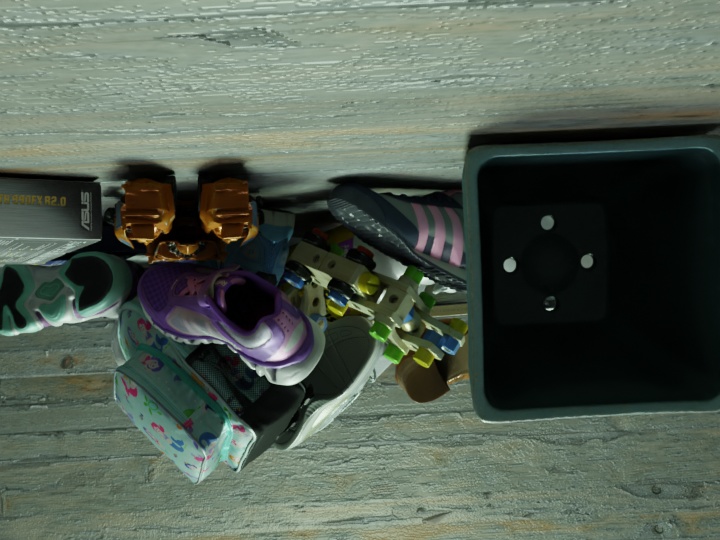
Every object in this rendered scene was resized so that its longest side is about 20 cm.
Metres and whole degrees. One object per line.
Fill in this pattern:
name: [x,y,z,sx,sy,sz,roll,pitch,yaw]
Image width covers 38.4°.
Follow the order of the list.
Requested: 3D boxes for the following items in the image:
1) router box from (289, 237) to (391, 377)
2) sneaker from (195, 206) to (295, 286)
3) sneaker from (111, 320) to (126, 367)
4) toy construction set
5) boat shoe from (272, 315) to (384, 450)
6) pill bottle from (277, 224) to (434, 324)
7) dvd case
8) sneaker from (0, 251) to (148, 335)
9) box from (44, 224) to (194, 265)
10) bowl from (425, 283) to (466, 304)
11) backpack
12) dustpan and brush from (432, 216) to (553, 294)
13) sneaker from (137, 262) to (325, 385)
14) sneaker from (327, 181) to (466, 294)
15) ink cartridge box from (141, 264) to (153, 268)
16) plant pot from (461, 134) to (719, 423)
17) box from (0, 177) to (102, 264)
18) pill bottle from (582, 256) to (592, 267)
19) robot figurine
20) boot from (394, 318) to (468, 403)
router box: [-0.069,0.044,1.220,0.198,0.181,0.049,4,139,-48]
sneaker: [-0.126,0.003,1.051,0.077,0.092,0.200,8,162,-19]
sneaker: [-0.206,0.048,1.193,0.098,0.072,0.200,-20,-168,27]
toy construction set: [-0.004,0.029,0.990,0.197,0.093,0.131,4,153,36]
boat shoe: [-0.034,0.119,1.112,0.064,0.075,0.203,-9,144,-48]
pill bottle: [0.000,0.000,1.091,0.198,0.106,0.103,-21,165,39]
dvd case: [0.128,0.043,1.175,0.197,0.016,0.148,-7,176,33]
sneaker: [-0.303,0.029,1.114,0.197,0.079,0.139,-5,174,24]
box: [-0.265,-0.027,1.132,0.197,0.033,0.121,-2,175,-29]
bowl: [0.128,-0.008,1.237,0.197,0.092,0.201,-3,176,0]
backpack: [-0.168,0.105,1.052,0.150,0.201,0.178,-35,169,-26]
dustpan and brush: [0.143,-0.009,1.062,0.200,0.057,0.140,-39,174,-43]
sneaker: [-0.126,0.028,0.931,0.198,0.081,0.089,20,156,28]
sneaker: [0.056,-0.047,0.943,0.198,0.083,0.070,29,168,-35]
ink cartridge box: [-0.252,0.012,1.325,0.159,0.051,0.199,1,-174,-37]
plant pot: [0.172,0.001,0.836,0.192,0.200,0.200,-3,-177,0]
box: [-0.321,-0.039,0.868,0.156,0.049,0.199,1,174,-31]
pill bottle: [0.301,0.006,1.350,0.198,0.116,0.112,-7,173,40]
robot figurine: [-0.149,-0.041,0.880,0.142,0.059,0.200,-1,174,-9]
boot: [0.131,0.085,1.235,0.197,0.075,0.155,-19,-169,1]
